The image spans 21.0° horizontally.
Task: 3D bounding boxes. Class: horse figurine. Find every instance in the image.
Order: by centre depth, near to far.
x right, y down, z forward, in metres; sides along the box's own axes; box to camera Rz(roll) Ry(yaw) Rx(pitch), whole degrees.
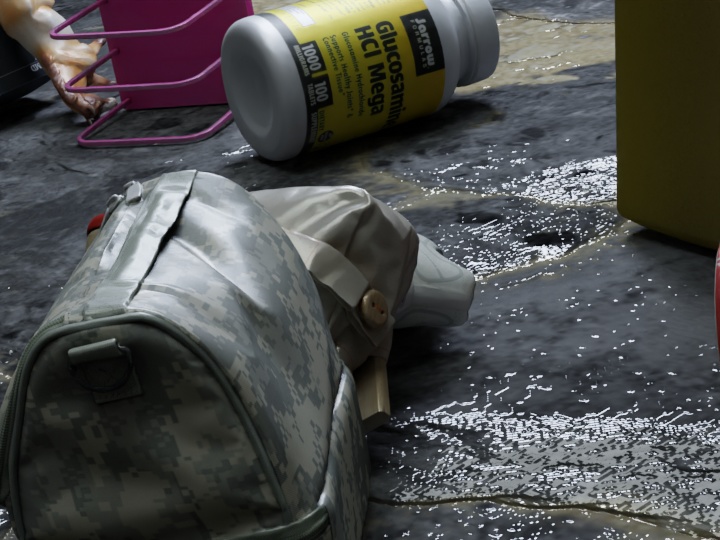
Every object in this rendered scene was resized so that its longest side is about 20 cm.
[{"bbox_3d":[-0.270,-0.218,1.742,0.050,0.200,0.133,-38,-3,35],"label":"horse figurine"}]

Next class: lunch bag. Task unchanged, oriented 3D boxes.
[{"bbox_3d":[-0.077,0.060,0.837,0.139,0.168,0.200,-7,19,8],"label":"lunch bag"}]

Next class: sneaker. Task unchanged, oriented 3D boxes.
[{"bbox_3d":[0.000,0.000,1.136,0.081,0.075,0.200,5,11,-22],"label":"sneaker"}]

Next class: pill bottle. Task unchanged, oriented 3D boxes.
[{"bbox_3d":[0.003,-0.163,1.502,0.200,0.113,0.112,-20,22,-25],"label":"pill bottle"}]

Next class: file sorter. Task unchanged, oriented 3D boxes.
[{"bbox_3d":[-0.179,-0.214,1.608,0.139,0.200,0.125,-1,24,22],"label":"file sorter"}]

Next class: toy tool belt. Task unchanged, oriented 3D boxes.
[{"bbox_3d":[-0.067,0.027,0.998,0.200,0.123,0.125,-4,-20,30],"label":"toy tool belt"}]

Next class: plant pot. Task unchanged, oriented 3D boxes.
[{"bbox_3d":[0.278,-0.108,1.126,0.200,0.200,0.176,-17,32,-21],"label":"plant pot"}]

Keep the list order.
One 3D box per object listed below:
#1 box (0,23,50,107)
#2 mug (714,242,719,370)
[{"bbox_3d":[-0.375,-0.200,1.726,0.079,0.141,0.200,-30,3,39],"label":"box"},{"bbox_3d":[0.271,0.031,0.861,0.200,0.134,0.178,-7,-18,20],"label":"mug"}]
